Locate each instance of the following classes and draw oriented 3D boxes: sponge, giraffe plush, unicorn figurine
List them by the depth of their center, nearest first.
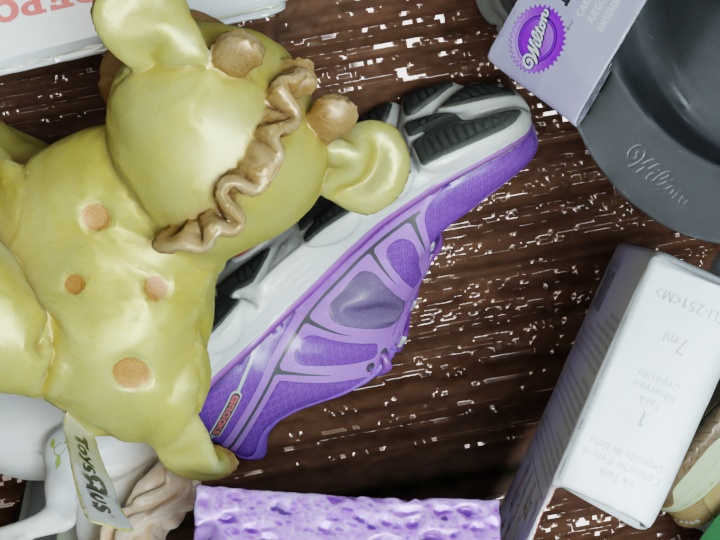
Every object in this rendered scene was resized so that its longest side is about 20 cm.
[{"bbox_3d":[-0.082,-0.030,0.833,0.172,0.200,0.162,16,118,-50],"label":"giraffe plush"},{"bbox_3d":[-0.010,0.114,0.907,0.111,0.200,0.030,2,76,-3],"label":"sponge"},{"bbox_3d":[-0.150,0.060,0.924,0.200,0.074,0.138,28,70,9],"label":"unicorn figurine"}]

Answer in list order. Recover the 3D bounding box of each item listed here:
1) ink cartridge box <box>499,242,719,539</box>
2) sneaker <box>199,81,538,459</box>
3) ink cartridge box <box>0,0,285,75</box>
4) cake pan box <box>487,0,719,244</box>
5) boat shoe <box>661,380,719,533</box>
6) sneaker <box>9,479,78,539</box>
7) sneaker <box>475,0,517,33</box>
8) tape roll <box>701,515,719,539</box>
[{"bbox_3d":[0.090,0.076,0.891,0.043,0.200,0.174,23,93,2],"label":"ink cartridge box"},{"bbox_3d":[0.000,0.000,0.955,0.200,0.081,0.083,-42,114,14],"label":"sneaker"},{"bbox_3d":[-0.116,-0.188,0.892,0.144,0.084,0.200,-13,102,-1],"label":"ink cartridge box"},{"bbox_3d":[0.157,-0.104,0.796,0.052,0.184,0.200,8,118,-50],"label":"cake pan box"},{"bbox_3d":[0.202,0.034,0.974,0.076,0.072,0.200,34,110,-23],"label":"boat shoe"},{"bbox_3d":[-0.182,0.155,0.963,0.106,0.075,0.200,18,96,-5],"label":"sneaker"},{"bbox_3d":[0.137,-0.086,0.918,0.200,0.088,0.081,22,99,0],"label":"sneaker"},{"bbox_3d":[0.231,0.162,0.974,0.200,0.048,0.201,-4,117,-8],"label":"tape roll"}]
